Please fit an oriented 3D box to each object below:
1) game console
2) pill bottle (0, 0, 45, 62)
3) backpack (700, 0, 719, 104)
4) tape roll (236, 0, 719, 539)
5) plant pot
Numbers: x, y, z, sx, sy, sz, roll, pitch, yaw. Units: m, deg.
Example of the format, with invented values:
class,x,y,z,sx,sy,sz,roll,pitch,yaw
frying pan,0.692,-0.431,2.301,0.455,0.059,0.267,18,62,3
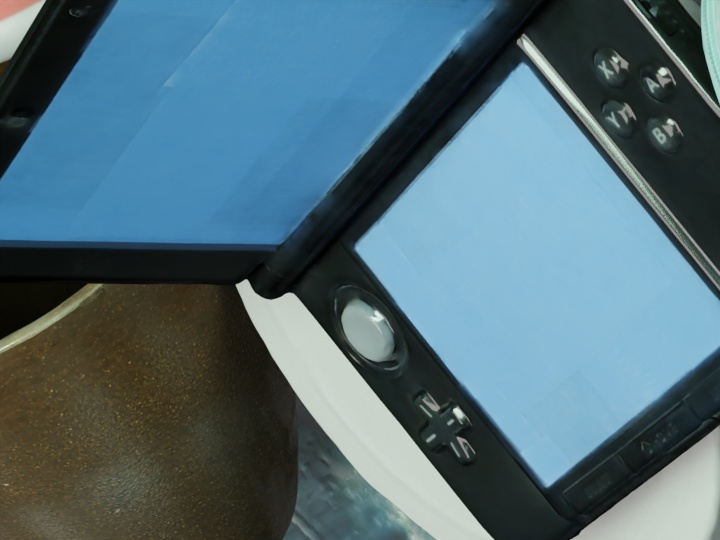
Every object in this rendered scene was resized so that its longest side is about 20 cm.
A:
class,x,y,z,sx,sy,sz,roll,pitch,yaw
game console,0.000,0.000,0.755,0.176,0.116,0.200,51,148,5
pill bottle,-0.131,-0.169,0.899,0.116,0.116,0.201,-6,116,55
backpack,0.162,-0.034,0.583,0.201,0.175,0.153,62,-179,6
tape roll,0.047,-0.003,0.871,0.202,0.071,0.203,34,144,29
plant pot,-0.099,0.026,1.018,0.187,0.187,0.200,25,154,39
